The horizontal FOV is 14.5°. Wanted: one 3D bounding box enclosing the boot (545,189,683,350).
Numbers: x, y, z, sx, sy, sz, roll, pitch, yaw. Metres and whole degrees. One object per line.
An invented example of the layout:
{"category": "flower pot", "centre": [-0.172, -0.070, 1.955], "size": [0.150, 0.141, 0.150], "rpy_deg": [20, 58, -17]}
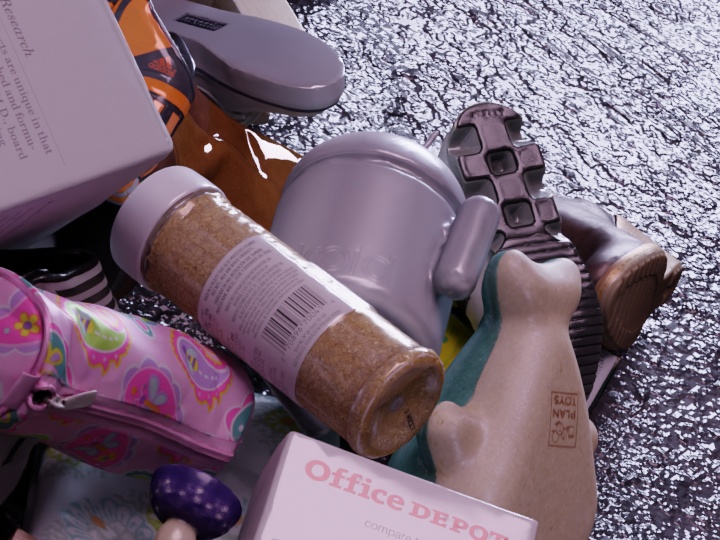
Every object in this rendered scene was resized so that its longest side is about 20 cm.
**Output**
{"category": "boot", "centre": [0.113, -0.016, 1.797], "size": [0.166, 0.072, 0.200], "rpy_deg": [25, 10, 12]}

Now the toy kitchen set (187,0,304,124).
{"category": "toy kitchen set", "centre": [-0.038, -0.226, 1.925], "size": [0.180, 0.163, 0.200], "rpy_deg": [-3, 45, -31]}

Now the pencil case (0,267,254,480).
{"category": "pencil case", "centre": [-0.138, 0.059, 1.452], "size": [0.087, 0.087, 0.200], "rpy_deg": [50, 14, 31]}

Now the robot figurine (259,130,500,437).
{"category": "robot figurine", "centre": [0.000, 0.000, 1.624], "size": [0.169, 0.113, 0.200], "rpy_deg": [-10, 43, 25]}

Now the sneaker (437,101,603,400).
{"category": "sneaker", "centre": [0.088, 0.006, 1.707], "size": [0.074, 0.089, 0.200], "rpy_deg": [-3, 69, -23]}

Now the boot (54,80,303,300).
{"category": "boot", "centre": [-0.096, -0.027, 1.700], "size": [0.200, 0.068, 0.189], "rpy_deg": [39, 36, -42]}

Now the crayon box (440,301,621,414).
{"category": "crayon box", "centre": [0.045, 0.053, 1.722], "size": [0.200, 0.051, 0.127], "rpy_deg": [29, 37, 7]}

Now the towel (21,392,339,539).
{"category": "towel", "centre": [-0.097, 0.130, 1.555], "size": [0.171, 0.048, 0.200], "rpy_deg": [16, 37, -11]}

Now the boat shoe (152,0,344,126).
{"category": "boat shoe", "centre": [-0.088, -0.122, 1.805], "size": [0.200, 0.066, 0.072], "rpy_deg": [18, 34, 35]}

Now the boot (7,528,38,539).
{"category": "boot", "centre": [-0.250, 0.170, 1.387], "size": [0.200, 0.077, 0.155], "rpy_deg": [35, 52, -11]}

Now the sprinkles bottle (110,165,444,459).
{"category": "sprinkles bottle", "centre": [-0.047, 0.021, 1.515], "size": [0.200, 0.068, 0.068], "rpy_deg": [37, 38, 30]}

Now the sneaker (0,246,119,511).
{"category": "sneaker", "centre": [-0.207, 0.056, 1.499], "size": [0.076, 0.116, 0.200], "rpy_deg": [20, 48, 35]}

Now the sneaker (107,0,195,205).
{"category": "sneaker", "centre": [-0.167, -0.118, 1.629], "size": [0.200, 0.078, 0.112], "rpy_deg": [28, 76, 35]}

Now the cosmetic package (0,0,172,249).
{"category": "cosmetic package", "centre": [-0.243, -0.081, 1.478], "size": [0.200, 0.165, 0.165], "rpy_deg": [-23, 86, -44]}

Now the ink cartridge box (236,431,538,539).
{"category": "ink cartridge box", "centre": [-0.006, 0.201, 1.437], "size": [0.146, 0.084, 0.200], "rpy_deg": [20, 58, -5]}

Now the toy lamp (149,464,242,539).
{"category": "toy lamp", "centre": [-0.118, 0.193, 1.421], "size": [0.058, 0.058, 0.200], "rpy_deg": [25, 58, 2]}

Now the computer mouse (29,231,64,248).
{"category": "computer mouse", "centre": [-0.216, -0.028, 1.622], "size": [0.200, 0.044, 0.110], "rpy_deg": [42, 34, -20]}

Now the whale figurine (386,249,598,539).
{"category": "whale figurine", "centre": [0.071, 0.087, 1.591], "size": [0.104, 0.200, 0.159], "rpy_deg": [7, 1, 38]}
